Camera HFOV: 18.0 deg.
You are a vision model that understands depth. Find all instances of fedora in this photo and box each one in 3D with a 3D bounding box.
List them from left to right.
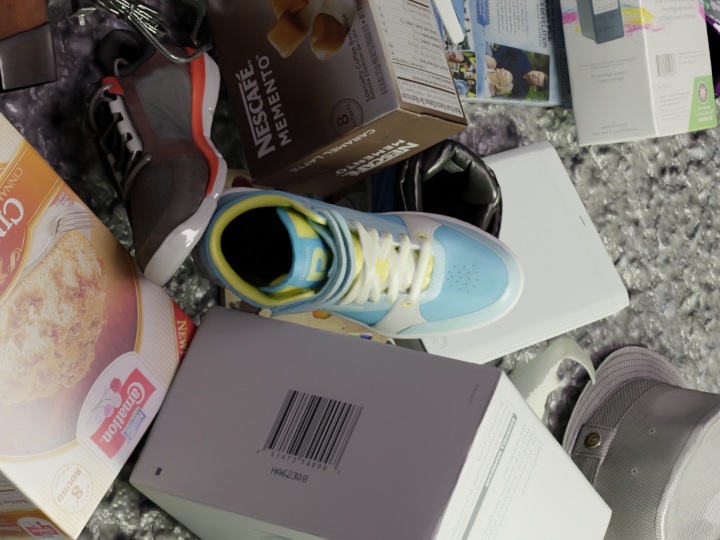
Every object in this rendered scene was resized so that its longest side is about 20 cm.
[{"bbox_3d":[0.228,0.150,1.635,0.177,0.090,0.200,52,54,-26],"label":"fedora"}]

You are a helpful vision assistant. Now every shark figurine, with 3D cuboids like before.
[{"bbox_3d":[0.081,0.107,1.519,0.215,0.089,0.128,-65,160,-16],"label":"shark figurine"}]

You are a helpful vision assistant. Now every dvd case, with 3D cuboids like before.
[{"bbox_3d":[0.086,-0.188,1.590,0.200,0.018,0.143,-1,85,-42],"label":"dvd case"}]

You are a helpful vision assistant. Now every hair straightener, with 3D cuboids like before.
[{"bbox_3d":[-0.156,-0.167,1.296,0.200,0.041,0.077,34,53,-42],"label":"hair straightener"}]

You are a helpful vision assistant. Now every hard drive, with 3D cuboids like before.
[{"bbox_3d":[0.084,-0.009,1.529,0.200,0.026,0.132,-17,77,-43],"label":"hard drive"}]

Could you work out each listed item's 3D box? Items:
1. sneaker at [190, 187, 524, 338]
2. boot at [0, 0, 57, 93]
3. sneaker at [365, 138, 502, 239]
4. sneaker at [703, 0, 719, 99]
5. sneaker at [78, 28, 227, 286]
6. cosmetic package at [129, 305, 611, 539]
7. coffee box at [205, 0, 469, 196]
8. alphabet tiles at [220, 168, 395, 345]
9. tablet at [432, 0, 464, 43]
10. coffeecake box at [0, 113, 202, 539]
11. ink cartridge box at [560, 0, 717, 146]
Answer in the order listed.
[{"bbox_3d":[0.000,0.000,1.292,0.200,0.131,0.080,7,93,-4],"label":"sneaker"},{"bbox_3d":[-0.254,-0.189,1.242,0.188,0.068,0.200,-16,96,-42],"label":"boot"},{"bbox_3d":[0.045,-0.068,1.434,0.077,0.111,0.200,22,56,-23],"label":"sneaker"},{"bbox_3d":[0.272,-0.228,1.731,0.088,0.074,0.200,-23,102,-37],"label":"sneaker"},{"bbox_3d":[-0.130,-0.069,1.313,0.082,0.077,0.200,25,31,-23],"label":"sneaker"},{"bbox_3d":[0.011,0.131,1.321,0.123,0.199,0.200,-66,147,-20],"label":"cosmetic package"},{"bbox_3d":[-0.026,-0.159,1.374,0.080,0.114,0.200,9,61,-55],"label":"coffee box"},{"bbox_3d":[-0.025,0.037,1.471,0.167,0.008,0.200,2,84,-43],"label":"alphabet tiles"},{"bbox_3d":[0.046,-0.262,1.488,0.130,0.014,0.200,64,21,-55],"label":"tablet"},{"bbox_3d":[-0.203,0.030,1.262,0.200,0.073,0.154,49,55,-28],"label":"coffeecake box"},{"bbox_3d":[0.196,-0.195,1.637,0.117,0.067,0.200,-13,97,-59],"label":"ink cartridge box"}]
